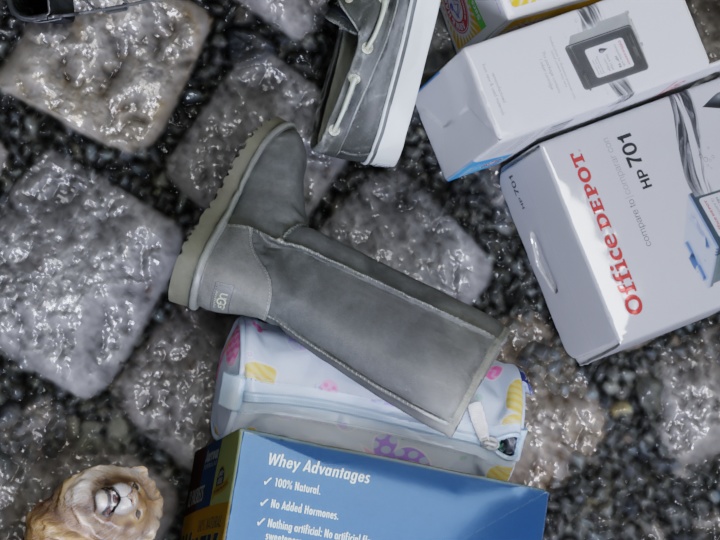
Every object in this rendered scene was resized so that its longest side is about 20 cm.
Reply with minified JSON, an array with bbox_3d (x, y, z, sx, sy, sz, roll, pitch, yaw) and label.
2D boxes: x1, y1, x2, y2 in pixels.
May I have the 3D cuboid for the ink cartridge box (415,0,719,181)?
[{"bbox_3d":[0.148,-0.131,1.491,0.200,0.116,0.067,-20,85,-19],"label":"ink cartridge box"}]

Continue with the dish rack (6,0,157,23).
[{"bbox_3d":[-0.128,-0.240,1.420,0.200,0.055,0.154,-9,82,17],"label":"dish rack"}]

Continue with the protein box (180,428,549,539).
[{"bbox_3d":[-0.010,0.218,1.368,0.198,0.135,0.200,12,77,-13],"label":"protein box"}]

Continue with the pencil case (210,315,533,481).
[{"bbox_3d":[0.005,0.086,1.422,0.200,0.091,0.083,12,113,-12],"label":"pencil case"}]

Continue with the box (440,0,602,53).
[{"bbox_3d":[0.096,-0.256,1.506,0.112,0.101,0.200,-18,85,-19],"label":"box"}]

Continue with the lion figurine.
[{"bbox_3d":[-0.179,0.218,1.362,0.122,0.072,0.200,-1,94,-32],"label":"lion figurine"}]

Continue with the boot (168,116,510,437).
[{"bbox_3d":[0.000,0.001,1.399,0.200,0.073,0.182,19,50,8],"label":"boot"}]

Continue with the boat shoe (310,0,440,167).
[{"bbox_3d":[0.012,-0.167,1.457,0.064,0.071,0.200,9,98,-15],"label":"boat shoe"}]

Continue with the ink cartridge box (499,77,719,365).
[{"bbox_3d":[0.216,-0.041,1.510,0.200,0.086,0.147,-21,86,-20],"label":"ink cartridge box"}]
